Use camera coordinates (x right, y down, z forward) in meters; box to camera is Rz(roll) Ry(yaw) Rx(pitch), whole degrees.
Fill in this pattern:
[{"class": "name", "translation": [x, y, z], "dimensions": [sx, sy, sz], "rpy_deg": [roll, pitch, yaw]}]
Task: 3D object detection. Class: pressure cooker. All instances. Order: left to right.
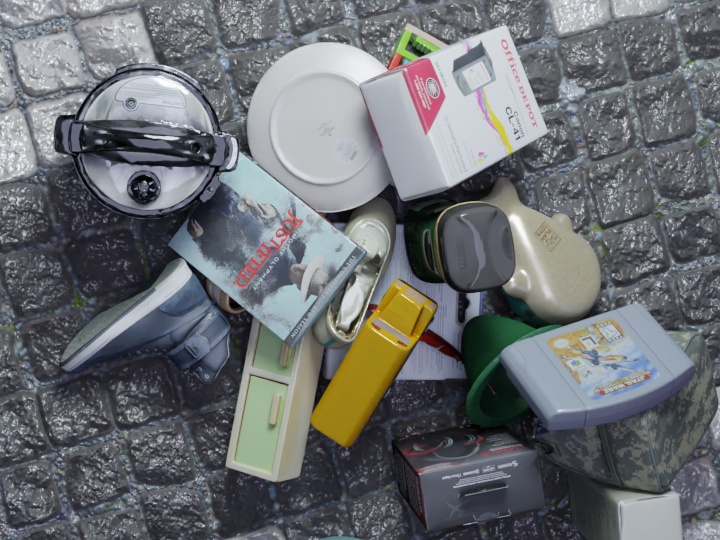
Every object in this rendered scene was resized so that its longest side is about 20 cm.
[{"class": "pressure cooker", "translation": [-0.242, -0.145, 1.496], "dimensions": [0.176, 0.200, 0.179], "rpy_deg": [-38, 99, -3]}]

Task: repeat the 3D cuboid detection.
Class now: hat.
[{"class": "hat", "translation": [0.148, 0.077, 1.632], "dimensions": [0.166, 0.200, 0.176], "rpy_deg": [-45, 56, 7]}]

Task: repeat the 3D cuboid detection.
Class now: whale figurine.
[{"class": "whale figurine", "translation": [0.208, -0.017, 1.628], "dimensions": [0.200, 0.104, 0.159], "rpy_deg": [48, 53, -8]}]

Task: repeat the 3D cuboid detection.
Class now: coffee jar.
[{"class": "coffee jar", "translation": [0.115, -0.030, 1.526], "dimensions": [0.085, 0.200, 0.105], "rpy_deg": [-11, 97, -11]}]

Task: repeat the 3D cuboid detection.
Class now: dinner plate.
[{"class": "dinner plate", "translation": [-0.042, -0.168, 1.538], "dimensions": [0.199, 0.024, 0.201], "rpy_deg": [2, 98, 12]}]

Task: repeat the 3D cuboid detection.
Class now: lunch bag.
[{"class": "lunch bag", "translation": [0.323, 0.165, 1.603], "dimensions": [0.200, 0.167, 0.140], "rpy_deg": [-47, 125, -38]}]

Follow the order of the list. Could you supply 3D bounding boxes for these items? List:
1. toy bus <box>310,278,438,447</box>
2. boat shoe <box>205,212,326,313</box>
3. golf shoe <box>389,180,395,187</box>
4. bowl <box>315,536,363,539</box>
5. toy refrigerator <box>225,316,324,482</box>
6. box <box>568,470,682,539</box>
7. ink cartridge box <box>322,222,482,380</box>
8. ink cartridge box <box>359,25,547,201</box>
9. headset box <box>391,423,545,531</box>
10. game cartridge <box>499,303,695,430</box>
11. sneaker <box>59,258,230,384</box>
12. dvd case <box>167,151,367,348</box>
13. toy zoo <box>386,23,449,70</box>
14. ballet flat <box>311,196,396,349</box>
[{"class": "toy bus", "translation": [0.016, 0.110, 1.554], "dimensions": [0.065, 0.078, 0.200], "rpy_deg": [33, 117, 7]}, {"class": "boat shoe", "translation": [-0.102, -0.024, 1.587], "dimensions": [0.200, 0.069, 0.074], "rpy_deg": [-48, 125, 2]}, {"class": "golf shoe", "translation": [-0.029, -0.145, 1.602], "dimensions": [0.200, 0.078, 0.095], "rpy_deg": [33, 100, -4]}, {"class": "bowl", "translation": [-0.023, 0.448, 1.635], "dimensions": [0.200, 0.105, 0.202], "rpy_deg": [-1, 96, -10]}, {"class": "toy refrigerator", "translation": [-0.103, 0.151, 1.597], "dimensions": [0.076, 0.070, 0.201], "rpy_deg": [13, 94, 25]}, {"class": "box", "translation": [0.328, 0.301, 1.629], "dimensions": [0.077, 0.200, 0.095], "rpy_deg": [-6, 98, -8]}, {"class": "ink cartridge box", "translation": [0.053, 0.039, 1.642], "dimensions": [0.199, 0.043, 0.197], "rpy_deg": [1, 95, -13]}, {"class": "ink cartridge box", "translation": [0.111, -0.186, 1.515], "dimensions": [0.200, 0.085, 0.148], "rpy_deg": [-30, 101, -40]}, {"class": "headset box", "translation": [0.131, 0.250, 1.593], "dimensions": [0.148, 0.200, 0.075], "rpy_deg": [-10, 97, -7]}, {"class": "game cartridge", "translation": [0.279, 0.113, 1.502], "dimensions": [0.199, 0.133, 0.042], "rpy_deg": [-17, 131, -19]}, {"class": "sneaker", "translation": [-0.251, 0.098, 1.580], "dimensions": [0.202, 0.077, 0.146], "rpy_deg": [-34, 113, 11]}, {"class": "dvd case", "translation": [-0.111, -0.026, 1.541], "dimensions": [0.200, 0.022, 0.146], "rpy_deg": [39, 93, 11]}, {"class": "toy zoo", "translation": [0.079, -0.193, 1.590], "dimensions": [0.131, 0.020, 0.201], "rpy_deg": [27, 63, -10]}, {"class": "ballet flat", "translation": [0.000, 0.000, 1.560], "dimensions": [0.069, 0.069, 0.201], "rpy_deg": [21, 78, -11]}]
